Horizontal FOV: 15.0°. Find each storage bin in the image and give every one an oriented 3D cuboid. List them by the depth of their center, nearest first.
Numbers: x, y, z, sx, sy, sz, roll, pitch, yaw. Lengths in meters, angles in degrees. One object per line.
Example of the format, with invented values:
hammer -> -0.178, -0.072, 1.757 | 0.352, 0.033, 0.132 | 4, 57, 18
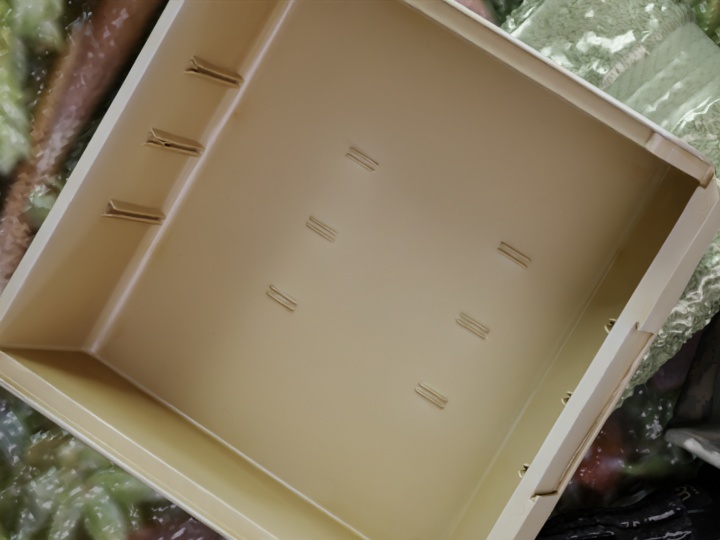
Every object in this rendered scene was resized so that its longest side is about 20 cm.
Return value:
storage bin -> 0.000, 0.000, 0.985 | 0.198, 0.094, 0.201 | 32, 96, 16

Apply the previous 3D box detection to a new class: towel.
towel -> 0.072, -0.019, 1.046 | 0.200, 0.036, 0.149 | -41, 77, -3

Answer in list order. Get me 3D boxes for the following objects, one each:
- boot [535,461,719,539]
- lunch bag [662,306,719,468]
boot -> 0.119, 0.189, 1.148 | 0.157, 0.079, 0.213 | -20, 102, -19
lunch bag -> 0.229, 0.014, 1.039 | 0.117, 0.200, 0.165 | 29, 75, -26
